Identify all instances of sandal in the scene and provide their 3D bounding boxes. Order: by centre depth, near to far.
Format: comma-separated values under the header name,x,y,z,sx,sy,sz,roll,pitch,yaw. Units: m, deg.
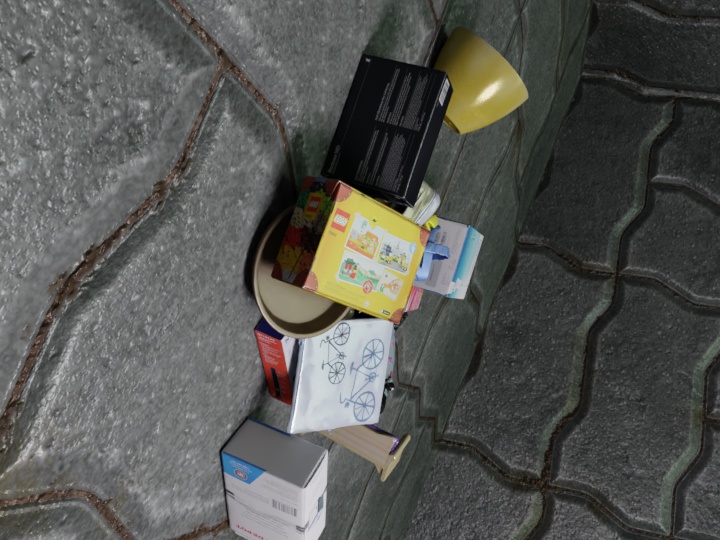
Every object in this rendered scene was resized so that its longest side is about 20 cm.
name,x,y,z,sx,sy,sz,roll,pitch,yaw
sandal,0.093,-0.011,1.259,0.200,0.087,0.079,-45,-176,-12

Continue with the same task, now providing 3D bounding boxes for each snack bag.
name,x,y,z,sx,sy,sz,roll,pitch,yaw
snack bag,-0.032,0.167,1.104,0.199,0.021,0.190,2,100,-42

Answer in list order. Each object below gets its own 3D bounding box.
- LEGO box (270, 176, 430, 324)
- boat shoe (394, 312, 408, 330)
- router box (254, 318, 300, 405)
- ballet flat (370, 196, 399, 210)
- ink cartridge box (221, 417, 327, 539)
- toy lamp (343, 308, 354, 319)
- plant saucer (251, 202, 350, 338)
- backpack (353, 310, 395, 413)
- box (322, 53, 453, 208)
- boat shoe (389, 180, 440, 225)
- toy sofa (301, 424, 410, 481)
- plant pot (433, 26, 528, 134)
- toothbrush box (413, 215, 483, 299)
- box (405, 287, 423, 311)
name,x,y,z,sx,sy,sz,roll,pitch,yaw
LEGO box,-0.008,-0.025,0.976,0.199,0.077,0.150,24,84,-42
boat shoe,0.065,0.105,1.524,0.199,0.074,0.067,-44,137,-70
router box,-0.088,0.090,1.125,0.200,0.049,0.180,-57,156,-36
ballet flat,0.027,-0.075,1.264,0.072,0.068,0.201,-27,145,-42
ink cartridge box,-0.134,0.351,1.093,0.086,0.145,0.201,-53,154,-46
toy lamp,-0.040,0.135,1.140,0.201,0.058,0.058,-71,161,1
plant saucer,-0.076,-0.002,0.992,0.199,0.029,0.202,-11,106,-39
backpack,-0.010,0.157,1.277,0.127,0.166,0.201,96,8,-56
box,0.044,-0.216,1.071,0.079,0.140,0.201,24,85,-73
boat shoe,0.056,-0.077,1.206,0.200,0.072,0.062,-51,127,-4
toy sofa,-0.009,0.299,1.310,0.083,0.199,0.098,-31,141,-61
plant pot,0.212,-0.359,1.373,0.142,0.200,0.200,-46,161,6
toothbrush box,0.181,-0.023,1.415,0.200,0.085,0.148,8,99,-71
box,0.096,-0.023,1.458,0.103,0.094,0.201,2,106,-71
